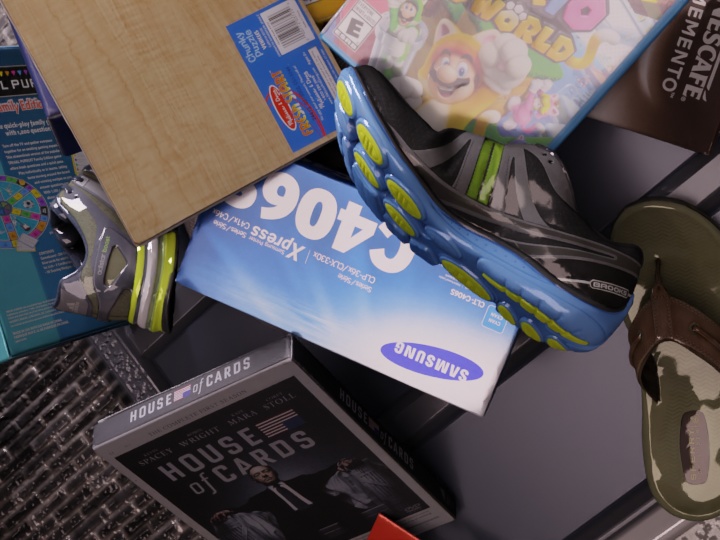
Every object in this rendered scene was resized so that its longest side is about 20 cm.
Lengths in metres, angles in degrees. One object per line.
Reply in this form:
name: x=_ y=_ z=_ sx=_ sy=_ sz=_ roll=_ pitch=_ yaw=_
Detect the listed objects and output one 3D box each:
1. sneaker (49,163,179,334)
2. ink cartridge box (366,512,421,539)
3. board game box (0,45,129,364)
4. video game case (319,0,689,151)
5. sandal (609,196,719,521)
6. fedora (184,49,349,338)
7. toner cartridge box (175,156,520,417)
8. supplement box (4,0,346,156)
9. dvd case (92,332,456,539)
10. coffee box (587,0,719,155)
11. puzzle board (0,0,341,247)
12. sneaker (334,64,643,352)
sneaker: x=-0.161 y=-0.053 z=0.836 sx=0.080 sy=0.074 sz=0.201 roll=2 pitch=54 yaw=-15
ink cartridge box: x=0.010 y=0.272 z=0.849 sx=0.108 sy=0.050 sz=0.201 roll=30 pitch=118 yaw=13
board game box: x=-0.223 y=-0.048 z=0.858 sx=0.047 sy=0.151 sz=0.202 roll=-19 pitch=89 yaw=34
video game case: x=0.093 y=-0.157 z=0.696 sx=0.143 sy=0.018 sz=0.200 roll=41 pitch=106 yaw=-2
sandal: x=0.198 y=0.055 z=0.775 sx=0.079 sy=0.057 sz=0.203 roll=-9 pitch=93 yaw=20
fedora: x=-0.011 y=-0.049 z=0.818 sx=0.198 sy=0.090 sz=0.178 roll=-14 pitch=93 yaw=13
toner cartridge box: x=0.000 y=0.000 z=0.751 sx=0.199 sy=0.043 sz=0.096 roll=23 pitch=101 yaw=8
supplement box: x=-0.112 y=-0.163 z=0.787 sx=0.199 sy=0.110 sz=0.110 roll=-21 pitch=87 yaw=-10
dvd case: x=-0.050 y=0.130 z=0.819 sx=0.149 sy=0.025 sz=0.200 roll=-25 pitch=132 yaw=20
coffee box: x=0.123 y=-0.153 z=0.744 sx=0.198 sy=0.080 sz=0.114 roll=18 pitch=104 yaw=4
puzzle board: x=-0.108 y=-0.136 z=0.721 sx=0.150 sy=0.017 sz=0.201 roll=-29 pitch=89 yaw=-12
sneaker: x=0.066 y=-0.041 z=0.691 sx=0.199 sy=0.071 sz=0.083 roll=39 pitch=70 yaw=7
